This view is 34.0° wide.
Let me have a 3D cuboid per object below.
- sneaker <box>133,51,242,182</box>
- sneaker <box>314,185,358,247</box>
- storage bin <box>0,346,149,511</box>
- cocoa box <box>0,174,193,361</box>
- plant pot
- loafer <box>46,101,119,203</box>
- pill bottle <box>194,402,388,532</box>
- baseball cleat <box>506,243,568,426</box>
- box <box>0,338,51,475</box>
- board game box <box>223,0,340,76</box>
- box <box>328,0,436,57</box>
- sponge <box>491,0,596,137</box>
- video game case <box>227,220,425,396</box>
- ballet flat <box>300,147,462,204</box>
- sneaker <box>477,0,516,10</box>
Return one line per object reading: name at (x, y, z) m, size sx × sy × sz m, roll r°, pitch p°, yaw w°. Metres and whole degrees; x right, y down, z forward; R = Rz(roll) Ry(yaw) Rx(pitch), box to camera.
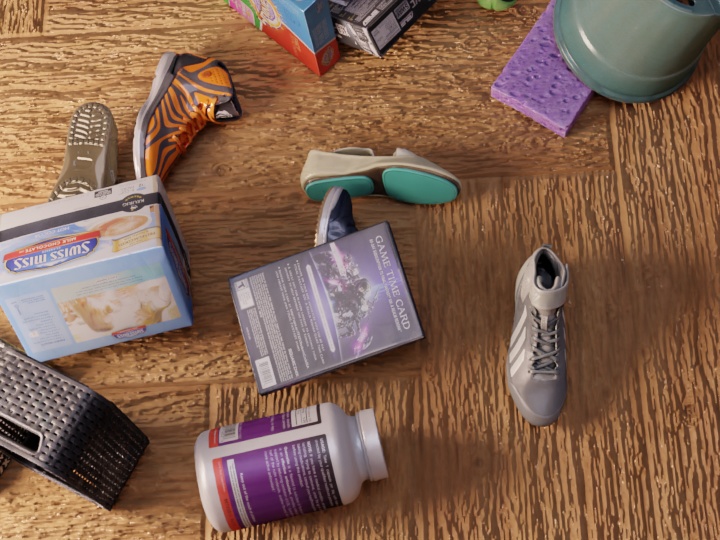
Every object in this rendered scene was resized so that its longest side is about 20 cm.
sneaker at (-0.213, -0.188, 1.480) m, size 0.111 × 0.078 × 0.201 m, roll 7°, pitch 69°, yaw 9°
sneaker at (0.000, 0.000, 1.385) m, size 0.108 × 0.070 × 0.201 m, roll 3°, pitch 75°, yaw 12°
storage bin at (-0.325, 0.174, 1.273) m, size 0.135 × 0.200 × 0.094 m, roll 24°, pitch 72°, yaw 14°
cocoa box at (-0.306, 0.000, 1.363) m, size 0.199 × 0.134 × 0.132 m, roll -14°, pitch 43°, yaw 0°
plant pot at (0.353, -0.328, 1.394) m, size 0.199 × 0.196 × 0.202 m, roll 2°, pitch 76°, yaw -9°
loafer at (-0.336, -0.105, 1.465) m, size 0.075 × 0.068 × 0.201 m, roll 13°, pitch 85°, yaw 15°
pill bottle at (-0.074, 0.210, 1.284) m, size 0.199 × 0.113 × 0.113 m, roll -13°, pitch 67°, yaw 0°
baseball cleat at (0.200, 0.069, 1.320) m, size 0.069 × 0.107 × 0.201 m, roll -1°, pitch 69°, yaw -1°
box at (-0.475, 0.144, 1.384) m, size 0.199 × 0.049 × 0.160 m, roll 27°, pitch 71°, yaw 15°
board game box at (-0.118, -0.353, 1.499) m, size 0.200 × 0.153 × 0.040 m, roll 40°, pitch 78°, yaw 19°
box at (0.034, -0.374, 1.515) m, size 0.200 × 0.050 × 0.157 m, roll -47°, pitch 44°, yaw -13°
sponge at (0.262, -0.274, 1.497) m, size 0.111 × 0.030 × 0.200 m, roll 30°, pitch 74°, yaw 15°
video game case at (-0.041, 0.043, 1.338) m, size 0.199 × 0.019 × 0.144 m, roll -19°, pitch 74°, yaw 7°
ballet flat at (0.026, -0.122, 1.441) m, size 0.199 × 0.070 × 0.070 m, roll 2°, pitch 68°, yaw 6°
sneaker at (0.193, -0.439, 1.541) m, size 0.076 × 0.084 × 0.201 m, roll 4°, pitch 68°, yaw 6°
